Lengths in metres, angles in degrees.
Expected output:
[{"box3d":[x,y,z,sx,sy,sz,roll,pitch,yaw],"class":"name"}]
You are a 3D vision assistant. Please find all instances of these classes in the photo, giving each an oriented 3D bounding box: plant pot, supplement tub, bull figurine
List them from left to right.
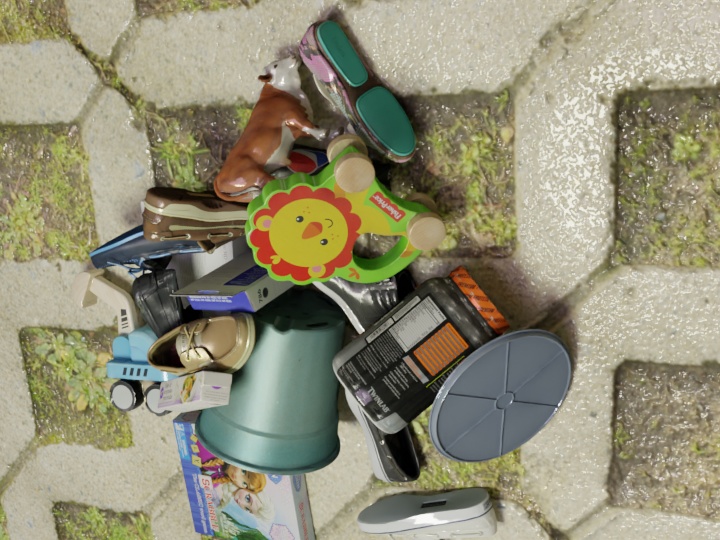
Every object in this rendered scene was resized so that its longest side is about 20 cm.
[{"box3d":[-0.108,0.134,1.603,0.200,0.200,0.197,20,113,21],"class":"plant pot"},{"box3d":[-0.099,-0.162,1.476,0.121,0.065,0.200,24,81,20],"class":"bull figurine"},{"box3d":[0.075,0.093,1.469,0.200,0.123,0.123,-39,90,3],"class":"supplement tub"}]

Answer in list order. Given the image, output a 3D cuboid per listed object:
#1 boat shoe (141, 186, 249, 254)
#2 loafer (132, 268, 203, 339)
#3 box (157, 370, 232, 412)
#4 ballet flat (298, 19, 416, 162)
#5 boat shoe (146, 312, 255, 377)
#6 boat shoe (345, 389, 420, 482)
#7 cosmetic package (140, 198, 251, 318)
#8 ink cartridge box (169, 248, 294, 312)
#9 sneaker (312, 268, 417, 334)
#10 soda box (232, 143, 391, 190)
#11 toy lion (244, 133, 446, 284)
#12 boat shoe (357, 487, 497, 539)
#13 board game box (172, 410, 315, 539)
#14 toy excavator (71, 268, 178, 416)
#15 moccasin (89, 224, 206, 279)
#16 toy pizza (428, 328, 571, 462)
[{"box3d":[-0.189,-0.060,1.554,0.075,0.202,0.075,38,117,52],"class":"boat shoe"},{"box3d":[-0.243,0.079,1.651,0.070,0.068,0.201,-21,130,1],"class":"loafer"},{"box3d":[-0.217,0.158,1.575,0.200,0.041,0.039,158,120,-65],"class":"box"},{"box3d":[-0.007,-0.207,1.460,0.200,0.069,0.071,54,145,2],"class":"ballet flat"},{"box3d":[-0.204,0.098,1.536,0.200,0.066,0.074,-27,63,48],"class":"boat shoe"},{"box3d":[0.036,0.198,1.610,0.066,0.070,0.201,3,116,37],"class":"boat shoe"},{"box3d":[-0.224,0.000,1.685,0.150,0.052,0.201,14,119,27],"class":"cosmetic package"},{"box3d":[-0.145,0.014,1.553,0.099,0.200,0.039,1,109,31],"class":"ink cartridge box"},{"box3d":[0.000,0.000,1.547,0.099,0.071,0.200,-37,97,35],"class":"sneaker"},{"box3d":[-0.063,-0.114,1.531,0.199,0.063,0.071,14,119,24],"class":"soda box"},{"box3d":[-0.028,-0.051,1.440,0.200,0.069,0.192,36,110,-30],"class":"toy lion"},{"box3d":[0.095,0.353,1.656,0.201,0.075,0.086,-14,107,24],"class":"boat shoe"},{"box3d":[-0.174,0.313,1.807,0.199,0.041,0.201,3,114,29],"class":"board game box"},{"box3d":[-0.328,0.099,1.778,0.194,0.100,0.201,2,100,27],"class":"toy excavator"},{"box3d":[-0.283,-0.025,1.629,0.200,0.080,0.068,-15,108,36],"class":"moccasin"},{"box3d":[0.166,0.148,1.461,0.032,0.200,0.201,50,136,46],"class":"toy pizza"}]
